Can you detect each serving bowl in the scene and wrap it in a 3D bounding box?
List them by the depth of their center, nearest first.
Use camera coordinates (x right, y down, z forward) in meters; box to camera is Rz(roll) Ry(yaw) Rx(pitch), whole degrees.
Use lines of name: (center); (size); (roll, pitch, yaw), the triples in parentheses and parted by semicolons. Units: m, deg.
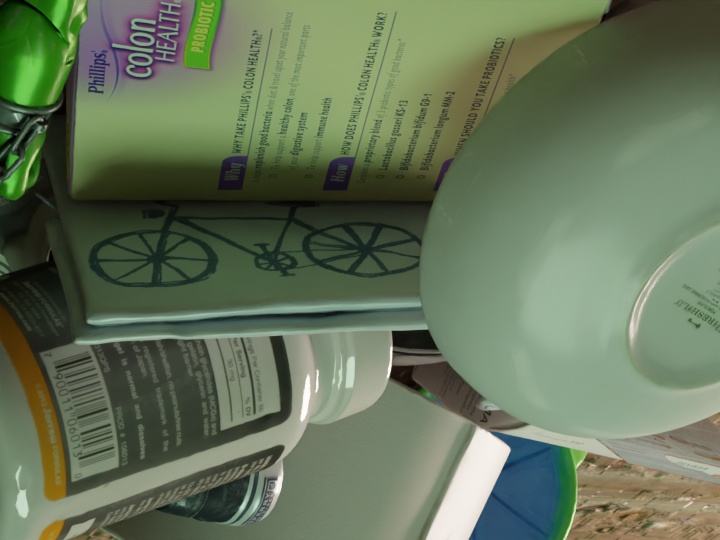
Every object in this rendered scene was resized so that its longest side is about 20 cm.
serving bowl: (0.126, -0.007, 0.928); (0.199, 0.066, 0.201); (-16, 132, -18)

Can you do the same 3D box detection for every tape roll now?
tape roll: (-0.035, 0.115, 1.297); (0.202, 0.140, 0.203); (25, 174, 3)

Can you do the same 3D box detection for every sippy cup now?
sippy cup: (0.047, 0.139, 1.491); (0.177, 0.140, 0.130); (18, 161, -22)

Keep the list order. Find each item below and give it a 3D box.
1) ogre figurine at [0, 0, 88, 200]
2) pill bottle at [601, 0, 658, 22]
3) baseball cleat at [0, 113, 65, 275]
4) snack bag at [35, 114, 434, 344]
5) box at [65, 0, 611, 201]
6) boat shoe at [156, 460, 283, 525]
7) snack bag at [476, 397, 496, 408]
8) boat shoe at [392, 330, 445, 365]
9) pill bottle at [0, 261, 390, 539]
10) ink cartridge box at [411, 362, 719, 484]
ogre figurine: (-0.163, -0.133, 0.832); (0.120, 0.200, 0.098); (-43, 161, 31)
pill bottle: (0.121, -0.054, 1.063); (0.116, 0.117, 0.200); (14, 151, -34)
baseball cleat: (-0.159, 0.000, 1.165); (0.069, 0.107, 0.200); (-13, 161, -12)
snack bag: (-0.045, -0.025, 1.023); (0.188, 0.200, 0.022); (-4, 119, -14)
box: (-0.018, -0.108, 0.951); (0.199, 0.097, 0.176); (0, 156, -8)
boat shoe: (-0.116, 0.047, 1.185); (0.091, 0.200, 0.071); (8, 122, -37)
snack bag: (0.174, 0.041, 1.190); (0.199, 0.022, 0.189); (-8, 173, -15)
boat shoe: (0.000, 0.000, 1.225); (0.199, 0.072, 0.071); (14, 156, -30)
pill bottle: (-0.093, 0.044, 1.049); (0.199, 0.117, 0.116); (-17, 166, -32)
ink cartridge box: (0.145, 0.096, 1.350); (0.162, 0.200, 0.057); (15, 108, -34)
